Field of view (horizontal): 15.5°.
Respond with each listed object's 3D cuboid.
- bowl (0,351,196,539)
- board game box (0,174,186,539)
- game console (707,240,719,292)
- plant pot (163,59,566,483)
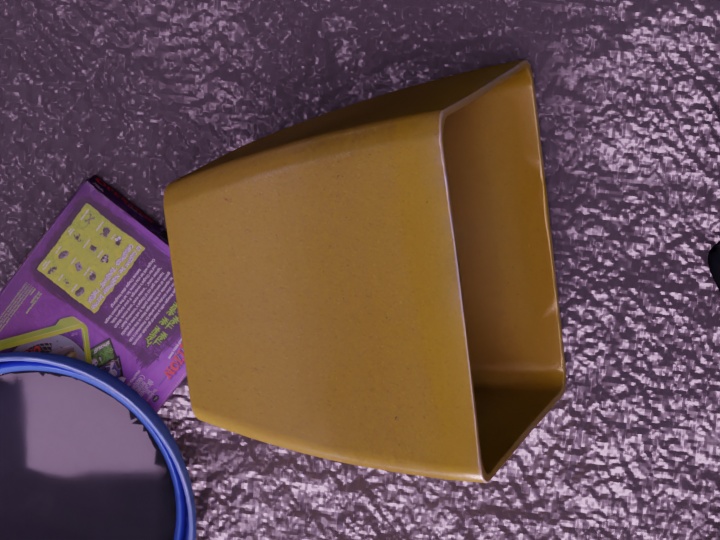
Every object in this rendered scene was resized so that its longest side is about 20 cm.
[{"bbox_3d":[-0.195,0.144,1.577,0.200,0.039,0.201,2,102,7],"label":"bowl"},{"bbox_3d":[-0.174,0.056,1.588,0.120,0.032,0.200,39,104,2],"label":"board game box"},{"bbox_3d":[0.263,0.072,1.444,0.200,0.119,0.173,-8,113,53],"label":"game console"},{"bbox_3d":[0.000,0.000,1.484,0.176,0.200,0.200,-3,102,19],"label":"plant pot"}]
